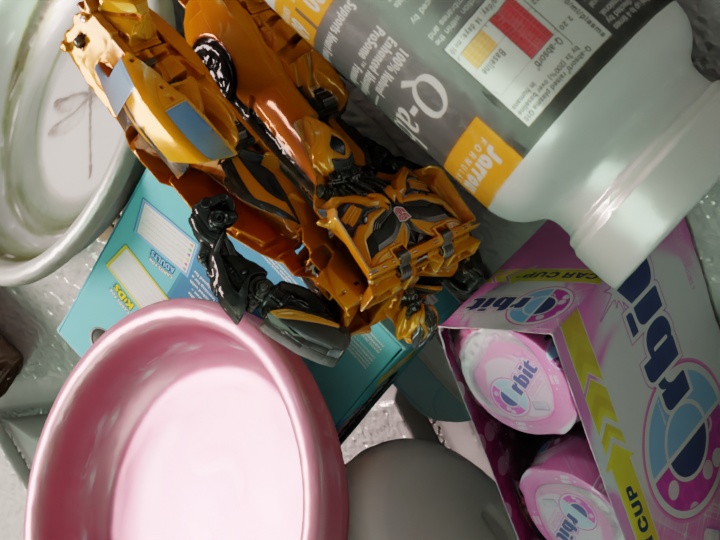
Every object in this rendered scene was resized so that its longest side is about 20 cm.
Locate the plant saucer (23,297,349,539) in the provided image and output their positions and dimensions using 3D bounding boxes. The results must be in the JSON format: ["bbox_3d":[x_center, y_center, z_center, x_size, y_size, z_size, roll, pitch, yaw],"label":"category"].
[{"bbox_3d":[-0.076,0.115,0.873,0.200,0.051,0.201,-11,73,41],"label":"plant saucer"}]

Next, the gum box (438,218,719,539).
[{"bbox_3d":[0.121,0.081,0.875,0.066,0.113,0.200,0,121,42],"label":"gum box"}]

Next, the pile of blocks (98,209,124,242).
[{"bbox_3d":[-0.089,-0.019,1.034,0.200,0.062,0.082,39,107,15],"label":"pile of blocks"}]

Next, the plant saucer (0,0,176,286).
[{"bbox_3d":[-0.144,-0.085,0.972,0.050,0.201,0.200,18,157,-37],"label":"plant saucer"}]

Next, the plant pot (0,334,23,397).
[{"bbox_3d":[-0.339,0.053,1.218,0.198,0.200,0.200,39,140,-2],"label":"plant pot"}]

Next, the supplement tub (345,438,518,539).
[{"bbox_3d":[-0.014,0.188,0.935,0.200,0.145,0.146,-38,93,31],"label":"supplement tub"}]

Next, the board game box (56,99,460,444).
[{"bbox_3d":[-0.057,0.023,0.925,0.151,0.047,0.200,47,140,8],"label":"board game box"}]

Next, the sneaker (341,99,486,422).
[{"bbox_3d":[0.000,0.000,0.950,0.082,0.074,0.200,-29,99,46],"label":"sneaker"}]

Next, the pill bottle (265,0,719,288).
[{"bbox_3d":[0.064,-0.094,0.785,0.200,0.116,0.116,43,140,6],"label":"pill bottle"}]

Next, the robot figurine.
[{"bbox_3d":[-0.031,-0.050,0.812,0.200,0.145,0.058,49,135,15],"label":"robot figurine"}]
